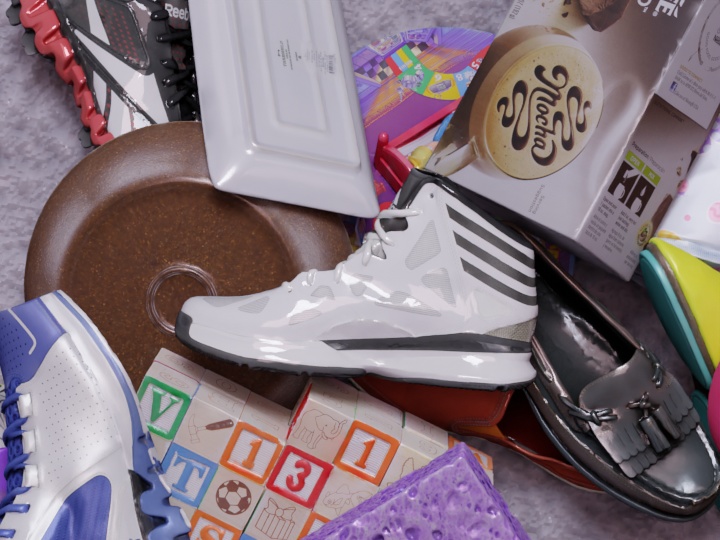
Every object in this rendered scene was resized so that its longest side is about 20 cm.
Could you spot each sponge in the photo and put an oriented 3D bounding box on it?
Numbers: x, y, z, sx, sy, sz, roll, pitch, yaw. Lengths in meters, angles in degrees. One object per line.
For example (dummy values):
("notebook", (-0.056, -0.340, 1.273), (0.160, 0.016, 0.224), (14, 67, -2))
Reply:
("sponge", (0.003, 0.190, 0.993), (0.199, 0.030, 0.112), (-32, 99, 10))

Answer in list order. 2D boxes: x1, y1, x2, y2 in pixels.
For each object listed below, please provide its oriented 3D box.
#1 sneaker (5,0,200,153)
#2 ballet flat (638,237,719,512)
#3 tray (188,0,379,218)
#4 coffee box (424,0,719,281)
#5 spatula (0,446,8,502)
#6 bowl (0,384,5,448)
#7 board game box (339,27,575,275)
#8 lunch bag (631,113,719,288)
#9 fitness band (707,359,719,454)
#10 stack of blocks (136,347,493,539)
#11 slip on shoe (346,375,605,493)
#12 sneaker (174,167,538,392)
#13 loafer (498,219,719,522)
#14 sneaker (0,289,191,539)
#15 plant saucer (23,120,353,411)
("sneaker", (-0.129, -0.114, 1.106), (0.098, 0.071, 0.201), (-35, 77, 14))
("ballet flat", (0.212, 0.056, 1.035), (0.067, 0.067, 0.201), (-24, 118, -4))
("tray", (-0.045, -0.121, 1.086), (0.107, 0.022, 0.201), (11, 49, -25))
("coffee box", (0.139, -0.113, 1.016), (0.113, 0.080, 0.201), (29, 90, 36))
("spatula", (-0.235, 0.127, 0.979), (0.198, 0.021, 0.057), (-6, 78, -2))
("bowl", (-0.227, 0.153, 1.032), (0.199, 0.094, 0.203), (0, 76, -1))
("board game box", (0.060, -0.069, 1.104), (0.157, 0.039, 0.201), (9, 66, 1))
("lunch bag", (0.239, -0.064, 1.081), (0.198, 0.127, 0.171), (15, 77, -7))
("fitness band", (0.280, 0.046, 0.996), (0.143, 0.037, 0.200), (38, 100, -29))
("stack of blocks", (-0.038, 0.118, 1.026), (0.199, 0.059, 0.116), (26, 102, -2))
("slip on shoe", (0.077, 0.070, 1.075), (0.199, 0.061, 0.074), (25, 78, 7))
("sneaker", (0.000, 0.000, 1.002), (0.199, 0.076, 0.116), (4, 92, 3))
("loafer", (0.126, 0.055, 1.019), (0.072, 0.063, 0.200), (-37, 74, -22))
("sneaker", (-0.160, 0.117, 0.939), (0.115, 0.081, 0.201), (-25, 86, -23))
("plant saucer", (-0.101, 0.016, 1.060), (0.199, 0.037, 0.202), (0, 99, 3))
